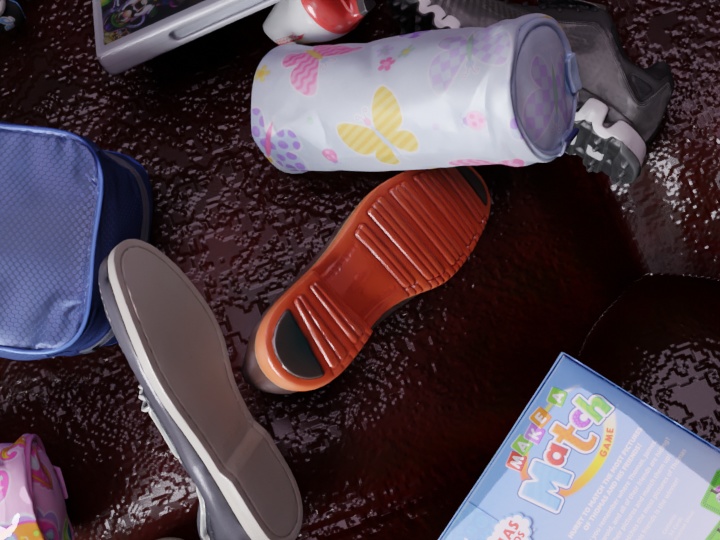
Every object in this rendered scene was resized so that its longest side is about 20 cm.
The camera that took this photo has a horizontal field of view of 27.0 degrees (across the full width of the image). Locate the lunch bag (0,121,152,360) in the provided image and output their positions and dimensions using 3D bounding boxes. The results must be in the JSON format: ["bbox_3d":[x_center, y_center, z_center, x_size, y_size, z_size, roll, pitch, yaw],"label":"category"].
[{"bbox_3d":[-0.232,-0.020,0.912,0.200,0.132,0.136,9,88,7],"label":"lunch bag"}]

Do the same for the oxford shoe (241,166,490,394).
[{"bbox_3d":[0.000,0.000,0.914,0.200,0.073,0.071,-40,96,-28],"label":"oxford shoe"}]

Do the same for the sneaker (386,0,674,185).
[{"bbox_3d":[0.113,-0.142,0.954,0.200,0.066,0.091,35,75,11],"label":"sneaker"}]

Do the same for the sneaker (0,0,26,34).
[{"bbox_3d":[-0.272,-0.165,0.997,0.072,0.072,0.200,39,85,-4],"label":"sneaker"}]

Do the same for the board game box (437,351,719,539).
[{"bbox_3d":[0.160,0.163,0.859,0.200,0.037,0.151,32,77,14],"label":"board game box"}]

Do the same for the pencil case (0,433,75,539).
[{"bbox_3d":[-0.272,0.160,0.880,0.200,0.087,0.088,-18,71,0],"label":"pencil case"}]

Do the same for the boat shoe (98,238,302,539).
[{"bbox_3d":[-0.106,0.079,0.862,0.063,0.073,0.200,-20,105,31],"label":"boat shoe"}]

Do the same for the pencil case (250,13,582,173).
[{"bbox_3d":[0.030,-0.104,0.898,0.200,0.083,0.091,-2,35,34],"label":"pencil case"}]

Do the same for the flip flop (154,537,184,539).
[{"bbox_3d":[-0.161,0.234,0.855,0.081,0.058,0.200,40,79,16],"label":"flip flop"}]

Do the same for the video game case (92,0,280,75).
[{"bbox_3d":[-0.092,-0.230,0.970,0.182,0.023,0.200,-22,49,11],"label":"video game case"}]

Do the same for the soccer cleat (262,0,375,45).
[{"bbox_3d":[-0.002,-0.225,0.991,0.069,0.085,0.200,40,56,-24],"label":"soccer cleat"}]
